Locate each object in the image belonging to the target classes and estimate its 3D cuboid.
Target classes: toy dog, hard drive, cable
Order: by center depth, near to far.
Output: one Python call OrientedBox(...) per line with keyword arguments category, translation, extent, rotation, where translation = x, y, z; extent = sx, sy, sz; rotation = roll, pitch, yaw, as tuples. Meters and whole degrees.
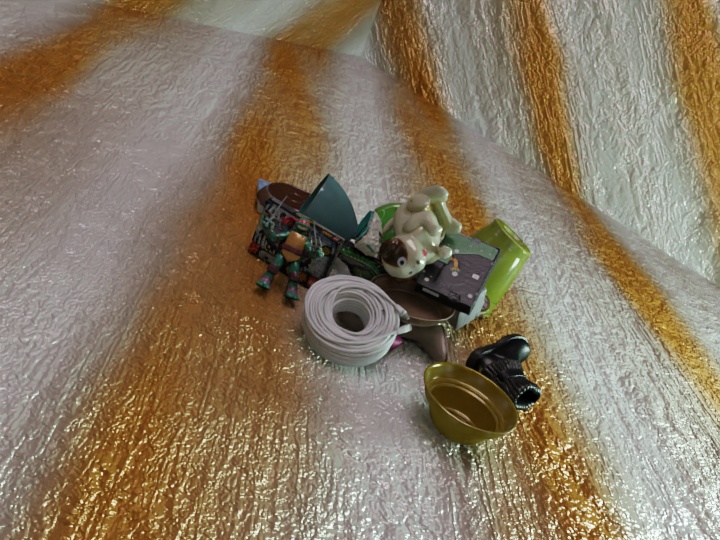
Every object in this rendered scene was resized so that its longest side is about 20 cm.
OrientedBox(category="cable", translation=(-0.021, 0.099, 1.516), extent=(0.198, 0.070, 0.200), rotation=(-26, 62, -32))
OrientedBox(category="toy dog", translation=(0.113, -0.073, 1.661), extent=(0.191, 0.141, 0.201), rotation=(4, 46, 26))
OrientedBox(category="hard drive", translation=(0.223, -0.001, 1.704), extent=(0.138, 0.038, 0.201), rotation=(23, 51, 13))

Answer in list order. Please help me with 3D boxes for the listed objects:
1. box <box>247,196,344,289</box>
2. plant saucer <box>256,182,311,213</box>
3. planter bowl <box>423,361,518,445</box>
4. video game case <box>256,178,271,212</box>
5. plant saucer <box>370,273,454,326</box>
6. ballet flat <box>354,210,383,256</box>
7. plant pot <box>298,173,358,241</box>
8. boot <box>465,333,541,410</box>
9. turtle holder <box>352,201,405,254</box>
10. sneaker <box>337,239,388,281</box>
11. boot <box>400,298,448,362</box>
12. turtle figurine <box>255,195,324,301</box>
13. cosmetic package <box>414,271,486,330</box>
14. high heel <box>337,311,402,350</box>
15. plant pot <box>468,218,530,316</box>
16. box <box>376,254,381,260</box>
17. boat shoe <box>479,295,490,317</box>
OrientedBox(category="box", translation=(-0.147, -0.057, 1.693), extent=(0.198, 0.139, 0.040), rotation=(30, 25, 13))
OrientedBox(category="plant saucer", translation=(-0.176, -0.180, 1.982), extent=(0.197, 0.035, 0.201), rotation=(22, 25, -11))
OrientedBox(category="planter bowl", translation=(0.194, 0.270, 1.429), extent=(0.197, 0.084, 0.201), rotation=(21, 24, -10))
OrientedBox(category="video game case", translation=(-0.185, -0.176, 2.032), extent=(0.197, 0.022, 0.183), rotation=(17, 26, -17))
OrientedBox(category="plant saucer", translation=(0.111, 0.071, 1.657), extent=(0.197, 0.037, 0.201), rotation=(14, 25, -6))
OrientedBox(category="ballet flat", translation=(0.023, -0.079, 1.743), extent=(0.071, 0.073, 0.200), rotation=(23, 22, -3))
OrientedBox(category="plant pot", translation=(-0.084, -0.113, 1.820), extent=(0.134, 0.201, 0.201), rotation=(36, 23, -10))
OrientedBox(category="boot", translation=(0.348, 0.226, 1.660), extent=(0.209, 0.081, 0.157), rotation=(-15, 38, -39))
OrientedBox(category="turtle holder", translation=(0.069, -0.096, 1.900), extent=(0.142, 0.184, 0.132), rotation=(56, 3, -15))
OrientedBox(category="sneaker", translation=(0.000, 0.000, 1.737), extent=(0.199, 0.086, 0.078), rotation=(35, 9, -28))
OrientedBox(category="boot", translation=(0.106, 0.130, 1.660), extent=(0.144, 0.071, 0.201), rotation=(11, 26, -15))
OrientedBox(category="turtle figurine", translation=(-0.145, -0.046, 1.607), extent=(0.147, 0.203, 0.101), rotation=(18, -6, 11))
OrientedBox(category="cosmetic package", translation=(0.199, 0.029, 1.773), extent=(0.089, 0.108, 0.200), rotation=(-25, 55, -22))
OrientedBox(category="high heel", translation=(0.011, 0.097, 1.620), extent=(0.095, 0.068, 0.202), rotation=(-4, 51, -31))
OrientedBox(category="plant pot", translation=(0.329, -0.023, 1.933), extent=(0.200, 0.193, 0.201), rotation=(39, 18, -15))
OrientedBox(category="box", translation=(0.145, 0.018, 1.926), extent=(0.197, 0.050, 0.160), rotation=(18, 24, -15))
OrientedBox(category="boat shoe", translation=(0.217, 0.088, 1.837), extent=(0.196, 0.065, 0.074), rotation=(9, 54, 4))
